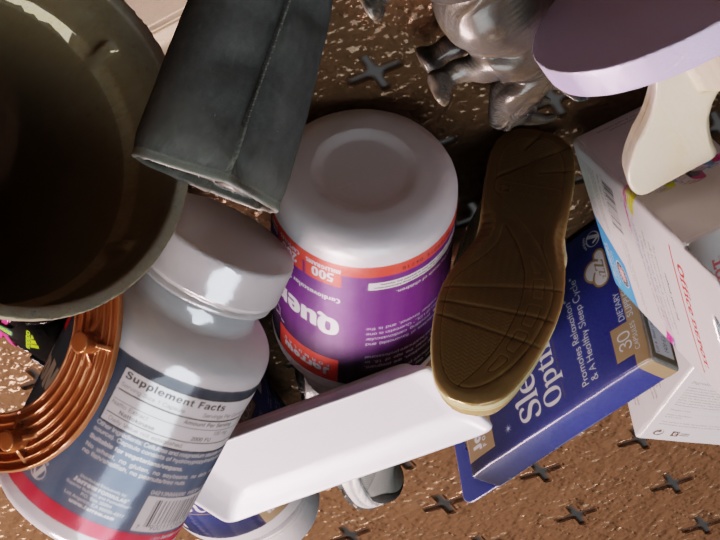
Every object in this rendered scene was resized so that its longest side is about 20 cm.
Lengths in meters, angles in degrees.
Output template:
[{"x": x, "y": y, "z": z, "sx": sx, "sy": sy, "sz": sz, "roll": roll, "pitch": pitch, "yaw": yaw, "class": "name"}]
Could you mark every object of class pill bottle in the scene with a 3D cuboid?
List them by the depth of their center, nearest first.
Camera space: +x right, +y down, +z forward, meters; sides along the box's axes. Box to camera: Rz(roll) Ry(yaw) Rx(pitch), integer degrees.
[{"x": -0.123, "y": 0.060, "z": 1.242, "sx": 0.120, "sy": 0.120, "sz": 0.200, "roll": 17, "pitch": 112, "yaw": -31, "class": "pill bottle"}, {"x": 0.000, "y": 0.000, "z": 1.311, "sx": 0.112, "sy": 0.113, "sz": 0.200, "roll": -5, "pitch": 144, "yaw": -5, "class": "pill bottle"}, {"x": -0.100, "y": 0.121, "z": 1.457, "sx": 0.111, "sy": 0.111, "sz": 0.200, "roll": -17, "pitch": 143, "yaw": 11, "class": "pill bottle"}]

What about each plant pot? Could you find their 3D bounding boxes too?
[{"x": -0.221, "y": -0.051, "z": 1.104, "sx": 0.200, "sy": 0.201, "sz": 0.183, "roll": 17, "pitch": 157, "yaw": -30, "class": "plant pot"}]

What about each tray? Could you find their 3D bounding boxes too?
[{"x": -0.026, "y": 0.106, "z": 1.341, "sx": 0.200, "sy": 0.022, "sz": 0.107, "roll": -21, "pitch": 146, "yaw": 18, "class": "tray"}]

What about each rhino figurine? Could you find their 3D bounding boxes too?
[{"x": 0.074, "y": -0.132, "z": 1.189, "sx": 0.087, "sy": 0.060, "sz": 0.200, "roll": -31, "pitch": 143, "yaw": 12, "class": "rhino figurine"}]

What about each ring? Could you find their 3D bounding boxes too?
[{"x": -0.216, "y": 0.019, "z": 1.227, "sx": 0.200, "sy": 0.201, "sz": 0.019, "roll": -34, "pitch": 159, "yaw": 31, "class": "ring"}]

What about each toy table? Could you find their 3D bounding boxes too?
[{"x": 0.208, "y": -0.127, "z": 1.141, "sx": 0.200, "sy": 0.184, "sz": 0.117, "roll": -21, "pitch": 127, "yaw": 25, "class": "toy table"}]

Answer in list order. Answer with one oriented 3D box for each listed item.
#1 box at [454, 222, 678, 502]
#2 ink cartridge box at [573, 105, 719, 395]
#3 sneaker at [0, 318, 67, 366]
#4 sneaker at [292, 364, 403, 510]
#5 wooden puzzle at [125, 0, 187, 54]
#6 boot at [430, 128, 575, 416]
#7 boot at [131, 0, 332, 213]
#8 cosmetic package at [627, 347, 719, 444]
[{"x": 0.120, "y": 0.061, "z": 1.411, "sx": 0.032, "sy": 0.121, "sz": 0.200, "roll": 21, "pitch": 135, "yaw": -35, "class": "box"}, {"x": 0.206, "y": -0.007, "z": 1.239, "sx": 0.068, "sy": 0.200, "sz": 0.115, "roll": -25, "pitch": 122, "yaw": -6, "class": "ink cartridge box"}, {"x": -0.214, "y": 0.019, "z": 1.314, "sx": 0.200, "sy": 0.087, "sz": 0.074, "roll": -3, "pitch": 144, "yaw": -8, "class": "sneaker"}, {"x": 0.009, "y": 0.106, "z": 1.494, "sx": 0.079, "sy": 0.074, "sz": 0.200, "roll": -17, "pitch": 143, "yaw": 3, "class": "sneaker"}, {"x": -0.154, "y": -0.171, "z": 1.117, "sx": 0.185, "sy": 0.037, "sz": 0.200, "roll": -25, "pitch": 136, "yaw": 22, "class": "wooden puzzle"}, {"x": 0.085, "y": 0.032, "z": 1.308, "sx": 0.073, "sy": 0.200, "sz": 0.155, "roll": 11, "pitch": 146, "yaw": 4, "class": "boot"}, {"x": -0.070, "y": -0.146, "z": 1.037, "sx": 0.182, "sy": 0.073, "sz": 0.200, "roll": 28, "pitch": 89, "yaw": -38, "class": "boot"}, {"x": 0.248, "y": 0.019, "z": 1.393, "sx": 0.085, "sy": 0.108, "sz": 0.200, "roll": 7, "pitch": 143, "yaw": -20, "class": "cosmetic package"}]
